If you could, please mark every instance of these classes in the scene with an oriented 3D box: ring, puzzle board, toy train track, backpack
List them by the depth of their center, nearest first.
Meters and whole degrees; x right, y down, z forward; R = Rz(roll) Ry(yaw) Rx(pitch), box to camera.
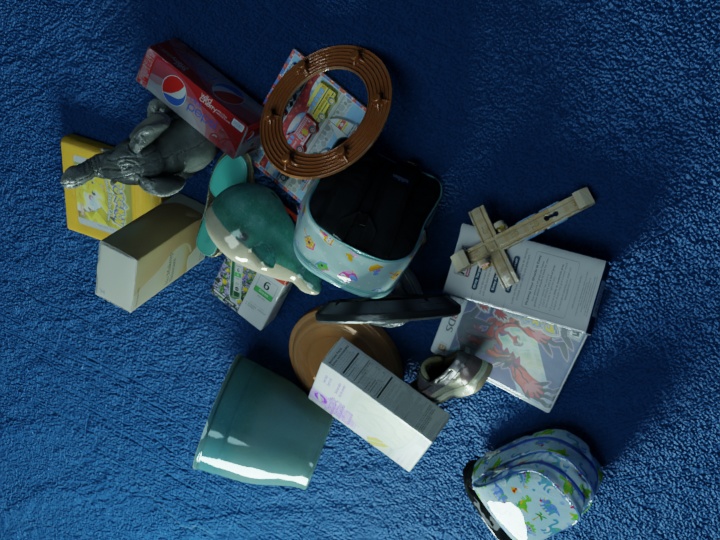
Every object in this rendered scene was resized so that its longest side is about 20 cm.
[{"bbox_3d":[0.208,-0.053,1.267,0.199,0.033,0.115,-27,74,13],"label":"toy train track"},{"bbox_3d":[-0.051,-0.214,1.295,0.199,0.201,0.019,2,158,29],"label":"ring"},{"bbox_3d":[-0.001,-0.059,1.310,0.175,0.200,0.154,28,128,-5],"label":"backpack"},{"bbox_3d":[-0.083,-0.197,1.413,0.151,0.017,0.200,40,128,4],"label":"puzzle board"},{"bbox_3d":[0.261,0.320,1.440,0.200,0.154,0.163,-36,89,25],"label":"backpack"}]

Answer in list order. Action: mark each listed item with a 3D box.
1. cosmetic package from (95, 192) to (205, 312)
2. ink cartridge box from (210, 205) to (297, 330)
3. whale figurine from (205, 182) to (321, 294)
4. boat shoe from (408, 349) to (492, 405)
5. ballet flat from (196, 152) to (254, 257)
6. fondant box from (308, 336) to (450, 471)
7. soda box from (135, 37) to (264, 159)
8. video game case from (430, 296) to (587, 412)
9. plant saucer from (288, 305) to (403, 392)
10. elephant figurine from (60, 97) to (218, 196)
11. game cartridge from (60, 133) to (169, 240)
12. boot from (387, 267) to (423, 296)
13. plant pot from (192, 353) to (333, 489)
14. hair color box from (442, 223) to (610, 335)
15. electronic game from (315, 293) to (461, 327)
[{"bbox_3d":[-0.319,-0.031,1.519,0.071,0.200,0.106,25,126,15],"label":"cosmetic package"},{"bbox_3d":[-0.153,-0.012,1.531,0.109,0.050,0.200,36,128,8],"label":"ink cartridge box"},{"bbox_3d":[-0.126,-0.049,1.414,0.200,0.159,0.104,36,105,-15],"label":"whale figurine"},{"bbox_3d":[0.116,0.154,1.434,0.065,0.072,0.200,43,152,-10],"label":"boat shoe"},{"bbox_3d":[-0.200,-0.110,1.496,0.071,0.071,0.201,32,123,11],"label":"ballet flat"},{"bbox_3d":[0.024,0.205,1.479,0.200,0.058,0.144,36,150,8],"label":"fondant box"},{"bbox_3d":[-0.226,-0.251,1.419,0.200,0.070,0.064,40,127,11],"label":"soda box"},{"bbox_3d":[0.214,0.090,1.400,0.199,0.023,0.183,27,126,14],"label":"video game case"},{"bbox_3d":[-0.028,0.150,1.564,0.199,0.032,0.201,14,122,23],"label":"plant saucer"},{"bbox_3d":[-0.309,-0.165,1.440,0.141,0.200,0.155,44,128,1],"label":"elephant figurine"},{"bbox_3d":[-0.407,-0.120,1.627,0.199,0.032,0.177,19,124,21],"label":"game cartridge"},{"bbox_3d":[0.000,0.000,1.427,0.200,0.090,0.073,44,128,1],"label":"boot"},{"bbox_3d":[-0.150,0.263,1.604,0.187,0.200,0.201,21,126,0],"label":"plant pot"},{"bbox_3d":[0.221,0.011,1.304,0.199,0.060,0.101,17,90,21],"label":"hair color box"},{"bbox_3d":[0.038,0.057,1.332,0.199,0.200,0.042,-4,90,31],"label":"electronic game"}]
